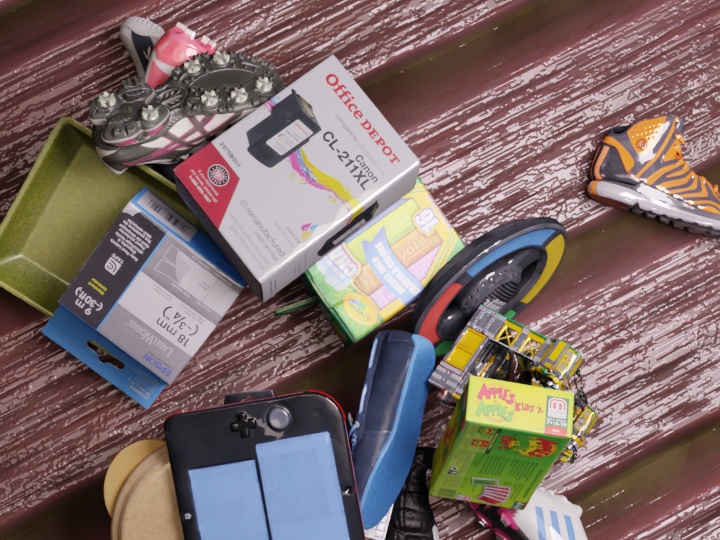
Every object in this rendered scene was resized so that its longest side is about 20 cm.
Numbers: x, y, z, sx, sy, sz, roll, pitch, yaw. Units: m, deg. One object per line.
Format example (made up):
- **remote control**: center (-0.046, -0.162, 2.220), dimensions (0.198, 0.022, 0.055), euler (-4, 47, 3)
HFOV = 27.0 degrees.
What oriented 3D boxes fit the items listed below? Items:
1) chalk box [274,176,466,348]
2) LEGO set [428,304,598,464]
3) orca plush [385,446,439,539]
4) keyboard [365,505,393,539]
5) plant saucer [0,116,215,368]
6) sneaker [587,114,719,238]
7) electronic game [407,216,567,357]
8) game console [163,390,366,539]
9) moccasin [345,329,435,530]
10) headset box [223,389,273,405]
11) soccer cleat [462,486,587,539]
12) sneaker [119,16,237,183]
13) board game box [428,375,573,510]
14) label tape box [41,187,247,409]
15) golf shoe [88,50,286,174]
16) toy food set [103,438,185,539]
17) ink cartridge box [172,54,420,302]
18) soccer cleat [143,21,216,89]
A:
- **chalk box**: center (0.000, 0.000, 1.570), dimensions (0.199, 0.125, 0.124), euler (-36, 88, -5)
- **LEGO set**: center (0.152, 0.138, 1.528), dimensions (0.153, 0.200, 0.116), euler (30, 72, 22)
- **orca plush**: center (0.064, 0.287, 1.580), dimensions (0.104, 0.071, 0.202), euler (16, 85, -3)
- **keyboard**: center (-0.064, 0.222, 1.529), dimensions (0.198, 0.011, 0.057), euler (16, 85, -5)
- **plant saucer**: center (-0.264, -0.033, 1.560), dimensions (0.199, 0.048, 0.200), euler (32, 108, -6)
- **sneaker**: center (0.353, -0.106, 1.626), dimensions (0.198, 0.078, 0.113), euler (18, 86, -3)
- **electronic game**: center (0.132, 0.019, 1.546), dimensions (0.199, 0.200, 0.042), euler (-35, 66, -6)
- **game console**: center (-0.089, 0.223, 1.454), dimensions (0.175, 0.031, 0.202), euler (-10, 95, -1)
- **moccasin**: center (0.019, 0.158, 1.514), dimensions (0.068, 0.080, 0.202), euler (18, 87, 31)
- **headset box**: center (-0.109, 0.227, 1.569), dimensions (0.147, 0.077, 0.202), euler (-4, 88, -5)
- **soccer cleat**: center (0.183, 0.259, 1.601), dimensions (0.200, 0.070, 0.086), euler (48, 62, 2)
- **sneaker**: center (-0.219, -0.160, 1.585), dimensions (0.129, 0.079, 0.200), euler (-39, 100, -14)
- **board game box**: center (0.135, 0.172, 1.470), dimensions (0.101, 0.200, 0.048), euler (9, 61, -3)
- **label tape box**: center (-0.224, 0.041, 1.521), dimensions (0.144, 0.063, 0.200), euler (36, 108, -6)
- **golf shoe**: center (-0.171, -0.157, 1.486), dimensions (0.198, 0.088, 0.078), euler (-17, 59, -16)
- **toy food set**: center (-0.155, 0.262, 1.494), dimensions (0.198, 0.049, 0.200), euler (-6, 95, -3)
- **ink cartridge box**: center (-0.062, -0.091, 1.469), dimensions (0.200, 0.083, 0.146), euler (-37, 80, -11)
- **soccer cleat**: center (-0.130, -0.181, 1.550), dimensions (0.199, 0.067, 0.077), euler (28, 100, -29)
